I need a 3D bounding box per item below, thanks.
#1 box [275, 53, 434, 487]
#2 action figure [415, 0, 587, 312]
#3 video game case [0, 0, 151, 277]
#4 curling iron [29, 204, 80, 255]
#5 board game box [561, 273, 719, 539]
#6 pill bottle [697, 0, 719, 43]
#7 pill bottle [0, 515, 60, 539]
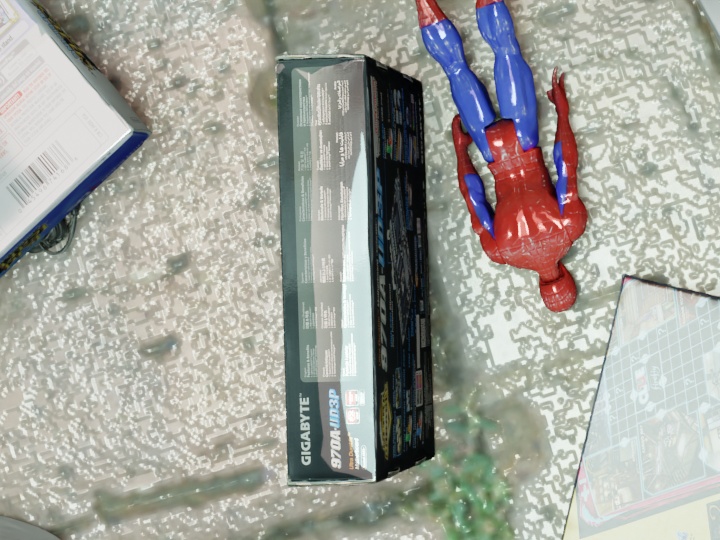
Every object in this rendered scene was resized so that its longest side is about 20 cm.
[{"bbox_3d":[0.000,0.000,1.138,0.046,0.159,0.202,-2,90,12],"label":"box"},{"bbox_3d":[0.073,-0.075,1.181,0.065,0.052,0.201,-16,92,15],"label":"action figure"},{"bbox_3d":[-0.238,-0.072,1.190,0.200,0.045,0.182,-42,85,8],"label":"video game case"},{"bbox_3d":[-0.224,-0.084,1.234,0.200,0.026,0.050,42,93,-2],"label":"curling iron"},{"bbox_3d":[0.174,0.115,1.168,0.135,0.035,0.202,14,92,10],"label":"board game box"},{"bbox_3d":[0.264,-0.155,1.118,0.199,0.104,0.105,-29,85,9],"label":"pill bottle"},{"bbox_3d":[-0.219,0.230,1.202,0.109,0.110,0.202,13,92,10],"label":"pill bottle"}]
